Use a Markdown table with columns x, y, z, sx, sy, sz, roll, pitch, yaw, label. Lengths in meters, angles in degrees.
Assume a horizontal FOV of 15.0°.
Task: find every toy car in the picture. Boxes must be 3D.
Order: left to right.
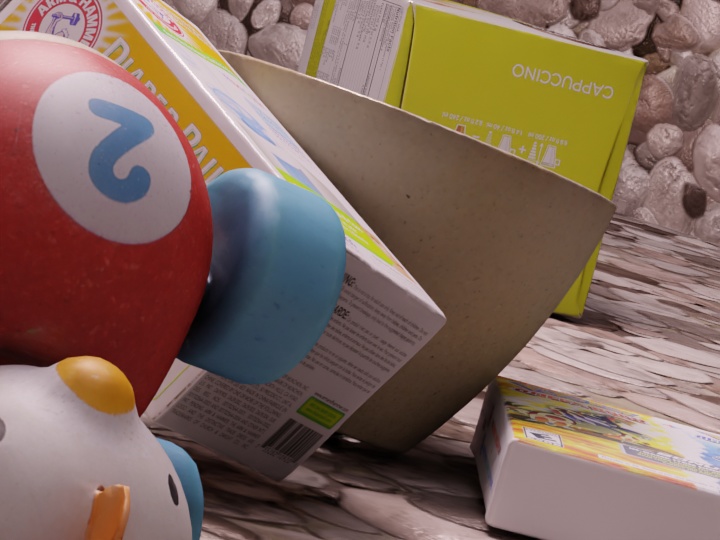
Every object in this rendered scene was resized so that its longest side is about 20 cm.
| x | y | z | sx | sy | sz | roll | pitch | yaw | label |
| --- | --- | --- | --- | --- | --- | --- | --- | --- | --- |
| -0.089 | 0.045 | 0.716 | 0.184 | 0.177 | 0.200 | 22 | 15 | -30 | toy car |

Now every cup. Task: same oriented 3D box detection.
| x | y | z | sx | sy | sz | roll | pitch | yaw | label |
| --- | --- | --- | --- | --- | --- | --- | --- | --- | --- |
| 0.000 | 0.000 | 1.264 | 0.200 | 0.143 | 0.200 | 21 | 1 | 0 | cup |

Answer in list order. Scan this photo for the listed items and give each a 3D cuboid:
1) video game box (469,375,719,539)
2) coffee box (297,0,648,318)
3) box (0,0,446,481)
| x | y | z | sx | sy | sz | roll | pitch | yaw | label |
| --- | --- | --- | --- | --- | --- | --- | --- | --- | --- |
| 0.153 | 0.104 | 1.233 | 0.200 | 0.047 | 0.182 | 15 | 4 | -2 | video game box |
| 0.067 | -0.096 | 2.032 | 0.199 | 0.200 | 0.198 | 12 | 7 | -22 | coffee box |
| -0.077 | -0.026 | 1.128 | 0.200 | 0.101 | 0.112 | 50 | 8 | 31 | box |
